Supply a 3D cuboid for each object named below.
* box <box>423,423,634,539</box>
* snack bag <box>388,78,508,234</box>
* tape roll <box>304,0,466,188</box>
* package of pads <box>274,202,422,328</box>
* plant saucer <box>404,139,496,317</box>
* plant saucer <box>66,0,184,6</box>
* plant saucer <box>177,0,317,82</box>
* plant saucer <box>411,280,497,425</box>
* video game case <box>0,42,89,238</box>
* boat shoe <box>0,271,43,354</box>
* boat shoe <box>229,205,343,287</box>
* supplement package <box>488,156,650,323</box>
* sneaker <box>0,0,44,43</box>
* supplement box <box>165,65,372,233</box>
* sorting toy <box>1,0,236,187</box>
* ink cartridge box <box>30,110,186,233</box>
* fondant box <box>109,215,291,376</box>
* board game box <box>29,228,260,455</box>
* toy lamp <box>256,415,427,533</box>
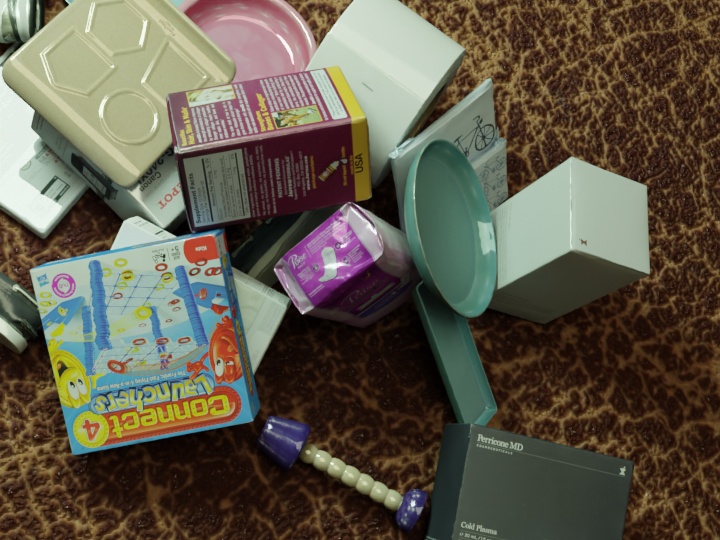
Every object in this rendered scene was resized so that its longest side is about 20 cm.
[{"bbox_3d":[0.181,0.280,1.091,0.197,0.104,0.185,15,79,-10],"label":"box"},{"bbox_3d":[0.115,-0.113,1.209,0.188,0.202,0.021,-39,50,-25],"label":"snack bag"},{"bbox_3d":[0.019,-0.222,1.207,0.138,0.203,0.204,35,64,1],"label":"tape roll"},{"bbox_3d":[0.000,0.000,1.102,0.120,0.200,0.076,-39,71,11],"label":"package of pads"},{"bbox_3d":[0.099,-0.046,1.114,0.199,0.027,0.203,29,56,-53],"label":"plant saucer"},{"bbox_3d":[-0.302,-0.391,1.280,0.197,0.027,0.203,6,67,-14],"label":"plant saucer"},{"bbox_3d":[-0.153,-0.268,1.261,0.197,0.051,0.204,6,68,-14],"label":"plant saucer"},{"bbox_3d":[0.109,0.095,1.152,0.070,0.019,0.203,-38,115,-46],"label":"plant saucer"},{"bbox_3d":[-0.385,-0.164,1.171,0.181,0.023,0.201,35,65,-1],"label":"video game case"},{"bbox_3d":[-0.422,0.003,1.067,0.199,0.074,0.060,41,64,0],"label":"boat shoe"},{"bbox_3d":[-0.077,-0.064,1.163,0.062,0.075,0.200,44,99,21],"label":"boat shoe"},{"bbox_3d":[0.235,-0.029,1.183,0.116,0.200,0.119,16,65,-22],"label":"supplement package"},{"bbox_3d":[-0.444,-0.359,1.202,0.113,0.076,0.203,-4,58,-4],"label":"sneaker"},{"bbox_3d":[-0.098,-0.132,1.051,0.197,0.104,0.132,-11,38,-9],"label":"supplement box"},{"bbox_3d":[-0.264,-0.218,1.101,0.185,0.036,0.201,42,67,-8],"label":"sorting toy"},{"bbox_3d":[-0.257,-0.151,1.148,0.200,0.083,0.146,45,63,-6],"label":"ink cartridge box"},{"bbox_3d":[-0.195,0.052,1.082,0.198,0.058,0.146,28,98,-2],"label":"fondant box"},{"bbox_3d":[-0.221,0.073,1.028,0.197,0.056,0.199,-11,97,2],"label":"board game box"},{"bbox_3d":[-0.023,0.224,1.101,0.198,0.058,0.059,29,64,-2],"label":"toy lamp"}]
